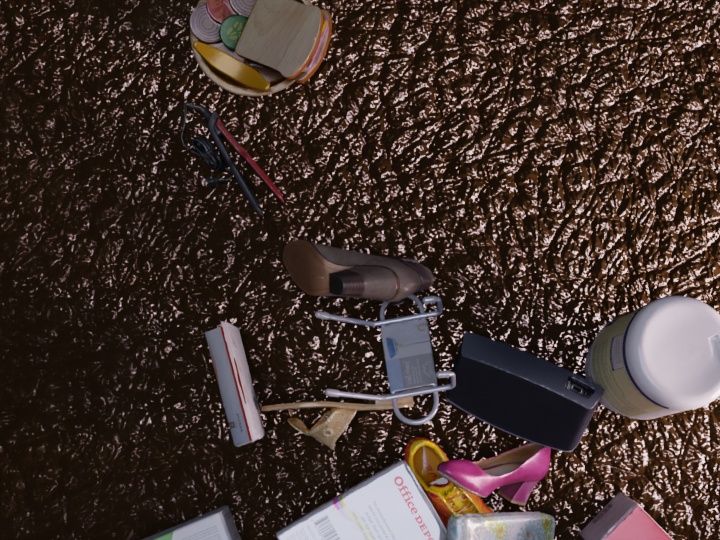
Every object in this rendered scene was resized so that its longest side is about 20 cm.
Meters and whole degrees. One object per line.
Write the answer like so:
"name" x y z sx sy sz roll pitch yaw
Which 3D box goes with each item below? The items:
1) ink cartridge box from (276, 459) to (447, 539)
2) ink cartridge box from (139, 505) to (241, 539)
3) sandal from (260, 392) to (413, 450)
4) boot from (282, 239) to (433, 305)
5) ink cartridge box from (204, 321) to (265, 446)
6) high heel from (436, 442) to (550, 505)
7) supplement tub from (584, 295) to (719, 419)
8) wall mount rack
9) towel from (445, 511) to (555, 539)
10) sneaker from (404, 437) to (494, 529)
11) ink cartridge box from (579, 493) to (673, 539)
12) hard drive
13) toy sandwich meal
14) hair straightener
"ink cartridge box" 0.009 0.364 1.667 0.200 0.085 0.145 -29 83 -4
"ink cartridge box" -0.215 0.444 1.696 0.146 0.084 0.200 -22 86 0
"sandal" -0.030 0.212 1.713 0.211 0.078 0.070 -5 83 -4
"boot" 0.000 0.000 1.720 0.146 0.200 0.070 -5 112 -31
"ink cartridge box" -0.174 0.154 1.659 0.050 0.200 0.162 -15 85 1
"high heel" 0.182 0.255 1.660 0.200 0.067 0.096 23 93 -39
"supplement tub" 0.387 0.119 1.634 0.145 0.200 0.145 2 78 -10
"wall mount rack" 0.035 0.110 1.688 0.173 0.075 0.200 -10 62 3
"towel" 0.180 0.408 1.653 0.200 0.048 0.172 8 85 -41
"sneaker" 0.125 0.317 1.700 0.073 0.077 0.200 -41 87 -3
"ink cartridge box" 0.399 0.400 1.635 0.084 0.176 0.200 -45 86 -2
"hard drive" 0.216 0.169 1.681 0.200 0.135 0.042 23 46 9
"toy sandwich meal" -0.147 -0.339 1.761 0.205 0.070 0.206 0 86 2
"hair straightener" -0.197 -0.154 1.763 0.077 0.041 0.200 -38 86 -2
